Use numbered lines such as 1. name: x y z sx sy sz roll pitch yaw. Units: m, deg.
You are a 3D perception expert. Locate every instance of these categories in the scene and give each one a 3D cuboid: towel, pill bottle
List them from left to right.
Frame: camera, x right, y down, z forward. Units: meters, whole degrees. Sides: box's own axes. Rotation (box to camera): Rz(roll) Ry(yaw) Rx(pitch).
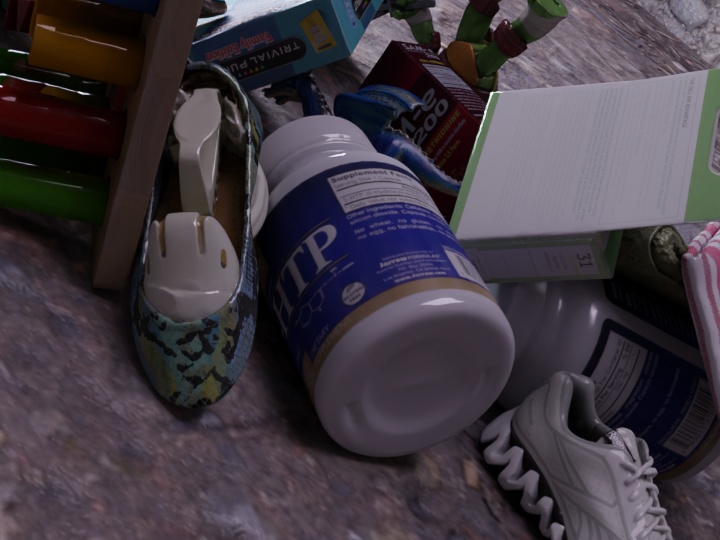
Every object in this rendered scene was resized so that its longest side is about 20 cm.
1. pill bottle: 0.000 0.000 0.770 0.119 0.120 0.201 18 30 -37
2. pill bottle: 0.157 0.060 0.885 0.199 0.116 0.116 27 25 -23
3. towel: 0.189 -0.007 0.914 0.148 0.037 0.200 22 -5 39
4. towel: 0.270 0.031 0.877 0.200 0.030 0.148 -32 106 -57

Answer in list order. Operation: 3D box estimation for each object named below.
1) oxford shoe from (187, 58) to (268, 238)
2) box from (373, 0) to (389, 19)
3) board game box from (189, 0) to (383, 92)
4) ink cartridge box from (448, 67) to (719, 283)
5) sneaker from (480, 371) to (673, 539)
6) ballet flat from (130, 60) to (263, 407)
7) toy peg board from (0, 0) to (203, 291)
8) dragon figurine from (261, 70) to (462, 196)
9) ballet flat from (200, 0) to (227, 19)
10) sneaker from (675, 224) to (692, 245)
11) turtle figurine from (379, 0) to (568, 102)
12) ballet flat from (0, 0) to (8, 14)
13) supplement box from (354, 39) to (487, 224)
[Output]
1. oxford shoe: -0.107 -0.073 0.794 0.058 0.075 0.201 53 8 -40
2. box: -0.007 -0.280 1.182 0.192 0.199 0.048 2 74 -54
3. board game box: -0.068 -0.183 0.971 0.200 0.150 0.047 -71 141 -65
4. ink cartridge box: 0.163 -0.061 0.806 0.048 0.198 0.146 64 34 -41
5. sneaker: 0.150 0.147 0.766 0.075 0.081 0.201 11 36 -48
6. ballet flat: -0.090 -0.028 0.684 0.074 0.074 0.202 21 51 -33
7. toy peg board: -0.159 -0.131 0.714 0.097 0.200 0.201 10 33 -19
8. dragon figurine: 0.011 -0.104 0.952 0.198 0.100 0.059 9 15 25
9. ballet flat: -0.193 -0.227 0.970 0.199 0.066 0.070 33 14 10
10. sneaker: 0.246 -0.011 1.195 0.075 0.115 0.201 29 59 -16
11. turtle figurine: 0.073 -0.200 1.140 0.199 0.194 0.144 33 32 -18
12. ballet flat: -0.258 -0.206 0.854 0.067 0.068 0.200 31 22 4
13. supplement box: 0.074 -0.079 1.028 0.200 0.109 0.061 47 25 22
